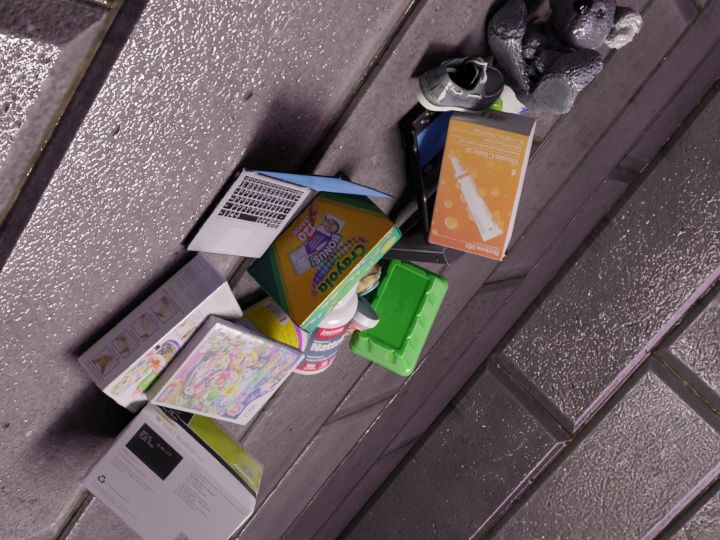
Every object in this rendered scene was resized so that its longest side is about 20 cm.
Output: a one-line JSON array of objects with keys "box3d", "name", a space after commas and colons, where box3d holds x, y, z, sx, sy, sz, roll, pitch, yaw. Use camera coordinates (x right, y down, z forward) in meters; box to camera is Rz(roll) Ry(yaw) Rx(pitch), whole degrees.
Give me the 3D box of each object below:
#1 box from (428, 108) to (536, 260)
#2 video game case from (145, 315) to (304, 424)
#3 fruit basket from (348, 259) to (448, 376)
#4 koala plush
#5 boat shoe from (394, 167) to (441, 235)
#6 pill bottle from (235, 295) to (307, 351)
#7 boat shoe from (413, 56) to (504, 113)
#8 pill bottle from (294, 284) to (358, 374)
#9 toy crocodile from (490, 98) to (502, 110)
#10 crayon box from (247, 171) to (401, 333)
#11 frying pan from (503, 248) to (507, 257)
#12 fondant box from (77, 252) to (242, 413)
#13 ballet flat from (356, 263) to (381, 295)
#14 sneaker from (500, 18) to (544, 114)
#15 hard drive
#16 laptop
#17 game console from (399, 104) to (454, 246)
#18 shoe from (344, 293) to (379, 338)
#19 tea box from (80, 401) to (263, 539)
[{"box3d": [0.186, -0.138, 1.325, 0.098, 0.122, 0.204, -53, 154, -60], "name": "box"}, {"box3d": [-0.180, 0.142, 1.181, 0.144, 0.018, 0.199, -49, 145, 9], "name": "video game case"}, {"box3d": [0.064, 0.081, 1.637, 0.216, 0.153, 0.220, 24, 90, -82], "name": "fruit basket"}, {"box3d": [0.311, -0.355, 1.299, 0.201, 0.176, 0.184, -50, 164, -7], "name": "koala plush"}, {"box3d": [0.135, -0.126, 1.492, 0.200, 0.060, 0.076, -45, -166, 14], "name": "boat shoe"}, {"box3d": [-0.179, 0.122, 1.282, 0.198, 0.104, 0.105, -30, 156, -39], "name": "pill bottle"}, {"box3d": [0.159, -0.273, 1.247, 0.198, 0.074, 0.061, -17, 169, -45], "name": "boat shoe"}, {"box3d": [-0.070, 0.062, 1.380, 0.119, 0.120, 0.202, -30, 155, -39], "name": "pill bottle"}, {"box3d": [0.197, -0.260, 1.410, 0.200, 0.060, 0.069, 38, 55, -71], "name": "toy crocodile"}, {"box3d": [-0.051, -0.025, 1.243, 0.200, 0.119, 0.058, -46, 162, -1], "name": "crayon box"}, {"box3d": [0.219, -0.132, 1.432, 0.114, 0.192, 0.031, -38, -167, -26], "name": "frying pan"}, {"box3d": [-0.251, 0.084, 1.111, 0.200, 0.058, 0.145, -43, 165, -13], "name": "fondant box"}, {"box3d": [0.000, 0.000, 1.473, 0.071, 0.071, 0.200, -46, -178, 1], "name": "ballet flat"}, {"box3d": [0.293, -0.303, 1.436, 0.080, 0.115, 0.201, -32, 157, -31], "name": "sneaker"}, {"box3d": [0.129, -0.062, 1.498, 0.139, 0.033, 0.198, -36, -157, -28], "name": "hard drive"}, {"box3d": [-0.085, -0.063, 1.094, 0.201, 0.116, 0.187, -51, 160, 13], "name": "laptop"}, {"box3d": [0.126, -0.166, 1.348, 0.176, 0.116, 0.201, -43, 162, -9], "name": "game console"}, {"box3d": [-0.025, 0.090, 1.506, 0.092, 0.071, 0.200, -54, -169, 5], "name": "shoe"}, {"box3d": [-0.254, 0.284, 1.210, 0.134, 0.200, 0.197, -46, -176, 4], "name": "tea box"}]
